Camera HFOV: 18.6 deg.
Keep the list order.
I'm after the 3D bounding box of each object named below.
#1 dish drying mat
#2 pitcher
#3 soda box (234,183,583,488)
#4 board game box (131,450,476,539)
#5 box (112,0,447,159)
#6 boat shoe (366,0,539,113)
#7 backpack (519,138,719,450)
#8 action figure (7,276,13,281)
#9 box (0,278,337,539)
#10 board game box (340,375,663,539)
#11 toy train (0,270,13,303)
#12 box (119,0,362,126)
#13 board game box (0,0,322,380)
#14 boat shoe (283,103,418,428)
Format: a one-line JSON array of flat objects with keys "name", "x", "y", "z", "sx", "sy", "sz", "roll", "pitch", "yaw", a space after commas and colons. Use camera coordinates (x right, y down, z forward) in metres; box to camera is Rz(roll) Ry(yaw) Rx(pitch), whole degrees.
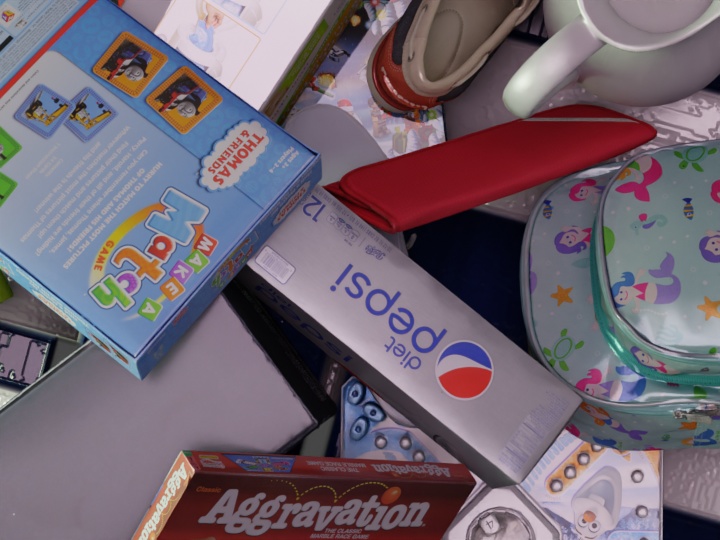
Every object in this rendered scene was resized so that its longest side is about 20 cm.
[{"name": "dish drying mat", "x": 0.076, "y": -0.063, "z": 1.279, "sx": 0.199, "sy": 0.077, "sz": 0.018, "roll": -18, "pitch": 118, "yaw": -32}, {"name": "pitcher", "x": 0.148, "y": -0.144, "z": 1.262, "sx": 0.171, "sy": 0.200, "sz": 0.121, "roll": -39, "pitch": 87, "yaw": 1}, {"name": "soda box", "x": 0.025, "y": 0.038, "z": 1.241, "sx": 0.200, "sy": 0.068, "sz": 0.064, "roll": 39, "pitch": 78, "yaw": -4}, {"name": "board game box", "x": -0.035, "y": 0.145, "z": 1.204, "sx": 0.019, "sy": 0.199, "sz": 0.103, "roll": 52, "pitch": 123, "yaw": 40}, {"name": "box", "x": -0.050, "y": -0.118, "z": 1.350, "sx": 0.199, "sy": 0.040, "sz": 0.138, "roll": -7, "pitch": 87, "yaw": 2}, {"name": "boat shoe", "x": 0.077, "y": -0.177, "z": 1.312, "sx": 0.071, "sy": 0.063, "sz": 0.200, "roll": 41, "pitch": 70, "yaw": -12}, {"name": "backpack", "x": 0.191, "y": 0.014, "z": 1.281, "sx": 0.199, "sy": 0.151, "sz": 0.179, "roll": -5, "pitch": 65, "yaw": 10}, {"name": "action figure", "x": -0.185, "y": -0.047, "z": 1.278, "sx": 0.200, "sy": 0.070, "sz": 0.130, "roll": 36, "pitch": 126, "yaw": -23}, {"name": "box", "x": -0.127, "y": 0.098, "z": 1.266, "sx": 0.196, "sy": 0.200, "sz": 0.118, "roll": -37, "pitch": 87, "yaw": 1}, {"name": "board game box", "x": 0.086, "y": 0.166, "z": 1.341, "sx": 0.199, "sy": 0.026, "sz": 0.201, "roll": 1, "pitch": 88, "yaw": 2}, {"name": "toy train", "x": -0.242, "y": -0.026, "z": 1.339, "sx": 0.199, "sy": 0.085, "sz": 0.116, "roll": -22, "pitch": 97, "yaw": 1}, {"name": "box", "x": -0.067, "y": -0.154, "z": 1.275, "sx": 0.101, "sy": 0.112, "sz": 0.201, "roll": 33, "pitch": 92, "yaw": 4}, {"name": "board game box", "x": -0.144, "y": -0.059, "z": 1.174, "sx": 0.200, "sy": 0.037, "sz": 0.151, "roll": 37, "pitch": 72, "yaw": 15}, {"name": "boat shoe", "x": 0.003, "y": -0.001, "z": 1.311, "sx": 0.073, "sy": 0.068, "sz": 0.200, "roll": -27, "pitch": 89, "yaw": -10}]
